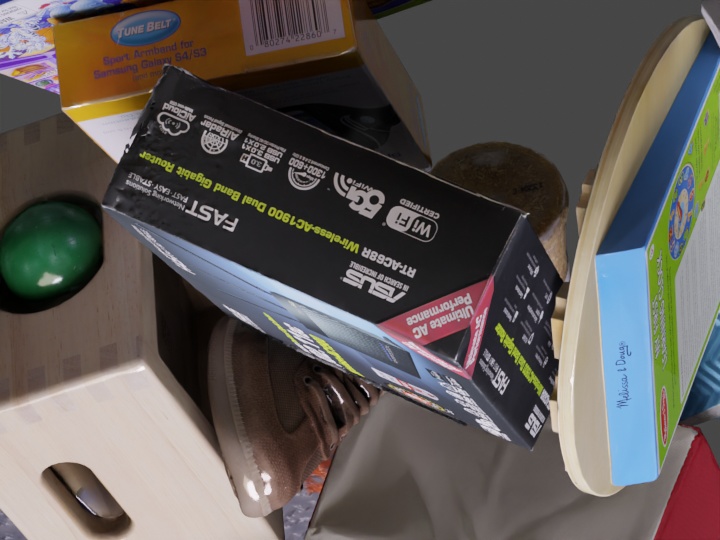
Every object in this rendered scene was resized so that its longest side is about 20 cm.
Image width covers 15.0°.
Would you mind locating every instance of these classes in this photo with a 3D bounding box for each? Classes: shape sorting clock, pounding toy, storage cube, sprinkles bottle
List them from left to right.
[{"bbox_3d":[-0.141,0.020,1.227,0.142,0.185,0.200,-18,139,13],"label":"pounding toy"},{"bbox_3d":[0.066,0.027,1.277,0.068,0.068,0.200,2,143,7],"label":"sprinkles bottle"},{"bbox_3d":[0.072,0.175,1.253,0.199,0.171,0.180,9,150,27],"label":"storage cube"},{"bbox_3d":[0.117,-0.006,1.121,0.039,0.200,0.200,10,146,18],"label":"shape sorting clock"}]

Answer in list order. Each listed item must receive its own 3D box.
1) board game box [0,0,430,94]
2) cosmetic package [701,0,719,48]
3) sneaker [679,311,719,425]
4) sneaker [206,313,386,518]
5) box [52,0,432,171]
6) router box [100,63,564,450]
[{"bbox_3d":[-0.060,-0.124,1.071,0.199,0.045,0.134,-17,162,29],"label":"board game box"},{"bbox_3d":[0.223,-0.051,1.121,0.101,0.074,0.200,-28,138,5],"label":"cosmetic package"},{"bbox_3d":[0.194,0.025,1.258,0.199,0.077,0.081,-10,-179,1],"label":"sneaker"},{"bbox_3d":[-0.019,0.038,1.215,0.075,0.200,0.071,-14,114,11],"label":"sneaker"},{"bbox_3d":[-0.042,-0.067,1.131,0.119,0.042,0.200,-11,167,8],"label":"box"},{"bbox_3d":[0.000,0.000,1.072,0.149,0.062,0.200,24,172,17],"label":"router box"}]
